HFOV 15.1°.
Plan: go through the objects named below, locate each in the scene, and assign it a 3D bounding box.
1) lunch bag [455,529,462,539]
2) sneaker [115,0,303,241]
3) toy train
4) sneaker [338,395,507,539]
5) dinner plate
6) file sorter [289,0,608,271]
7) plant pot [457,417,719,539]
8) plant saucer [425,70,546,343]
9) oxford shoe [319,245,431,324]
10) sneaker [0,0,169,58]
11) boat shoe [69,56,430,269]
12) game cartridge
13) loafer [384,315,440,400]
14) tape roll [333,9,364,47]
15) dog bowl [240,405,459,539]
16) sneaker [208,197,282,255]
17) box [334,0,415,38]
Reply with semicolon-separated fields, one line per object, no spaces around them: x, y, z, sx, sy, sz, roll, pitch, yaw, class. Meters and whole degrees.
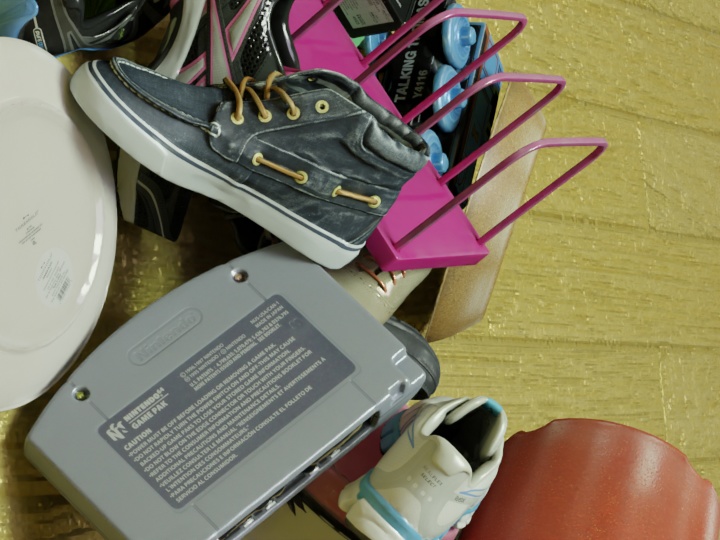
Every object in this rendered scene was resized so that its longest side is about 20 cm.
0.048;0.257;1.757;0.170;0.122;0.200;8;70;-62;lunch bag
-0.079;-0.105;1.564;0.080;0.086;0.200;-47;156;-72;sneaker
0.041;-0.097;1.872;0.114;0.087;0.200;59;36;-51;toy train
0.055;0.103;1.541;0.075;0.087;0.200;43;17;-2;sneaker
-0.184;-0.024;1.445;0.200;0.024;0.200;-12;104;-57;dinner plate
0.035;-0.118;1.627;0.200;0.125;0.139;58;23;13;file sorter
0.127;0.206;1.628;0.201;0.201;0.195;60;35;-37;plant pot
0.091;-0.039;1.888;0.200;0.035;0.200;18;90;-87;plant saucer
0.000;0.000;1.647;0.071;0.074;0.200;49;21;-6;oxford shoe
-0.139;-0.163;1.539;0.200;0.083;0.071;-35;105;-61;sneaker
-0.059;-0.084;1.508;0.200;0.091;0.071;29;21;-28;boat shoe
-0.079;0.073;1.498;0.200;0.133;0.041;-37;163;-25;game cartridge
-0.018;0.055;1.741;0.201;0.068;0.070;29;64;-51;loafer
-0.051;-0.234;1.768;0.200;0.048;0.200;23;63;-58;tape roll
-0.023;0.114;1.599;0.200;0.074;0.200;40;20;-18;dog bowl
-0.056;-0.042;1.689;0.082;0.077;0.200;-69;158;-9;sneaker
-0.012;-0.275;1.753;0.200;0.044;0.160;58;37;-38;box
